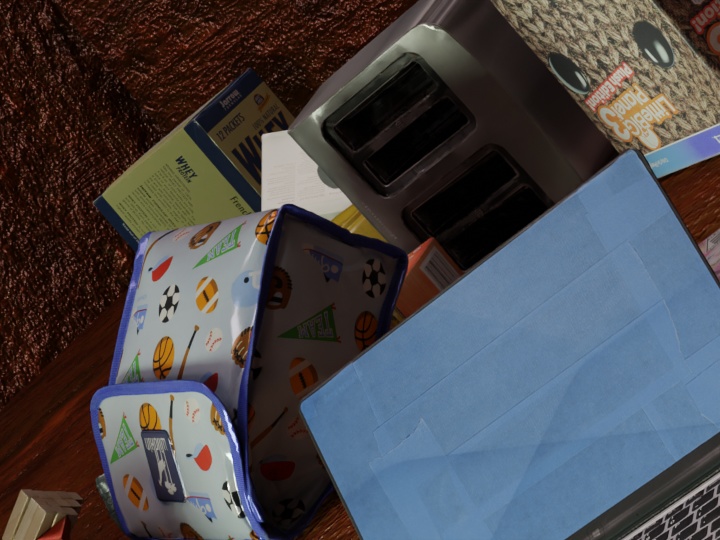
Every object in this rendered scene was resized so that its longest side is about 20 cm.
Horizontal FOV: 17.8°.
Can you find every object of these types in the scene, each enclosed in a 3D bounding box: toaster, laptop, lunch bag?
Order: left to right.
[{"bbox_3d":[-0.078,0.072,1.420,0.170,0.124,0.201,-7,67,54],"label":"lunch bag"},{"bbox_3d":[0.077,-0.094,1.579,0.200,0.181,0.119,-37,10,36],"label":"toaster"},{"bbox_3d":[0.057,0.078,0.856,0.187,0.116,0.200,-38,7,21],"label":"laptop"}]

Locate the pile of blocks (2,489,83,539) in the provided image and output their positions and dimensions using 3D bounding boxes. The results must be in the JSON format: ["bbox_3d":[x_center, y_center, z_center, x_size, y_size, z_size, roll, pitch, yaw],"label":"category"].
[{"bbox_3d":[-0.276,0.262,1.793,0.200,0.082,0.062,-50,51,-4],"label":"pile of blocks"}]

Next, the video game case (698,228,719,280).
[{"bbox_3d":[0.129,0.044,1.053,0.200,0.026,0.181,-38,8,18],"label":"video game case"}]

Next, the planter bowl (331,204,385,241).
[{"bbox_3d":[0.000,0.000,1.781,0.200,0.084,0.200,-39,7,6],"label":"planter bowl"}]

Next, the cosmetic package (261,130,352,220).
[{"bbox_3d":[0.018,-0.081,1.854,0.199,0.083,0.051,-9,-24,23],"label":"cosmetic package"}]

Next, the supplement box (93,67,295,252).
[{"bbox_3d":[-0.148,-0.078,2.574,0.200,0.200,0.134,-35,9,40],"label":"supplement box"}]

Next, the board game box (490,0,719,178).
[{"bbox_3d":[0.177,-0.171,1.414,0.097,0.200,0.159,-44,7,-20],"label":"board game box"}]

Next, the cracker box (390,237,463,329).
[{"bbox_3d":[-0.023,0.073,1.553,0.200,0.058,0.134,-37,8,29],"label":"cracker box"}]

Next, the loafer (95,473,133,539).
[{"bbox_3d":[-0.136,0.129,1.753,0.068,0.070,0.201,-35,9,35],"label":"loafer"}]
